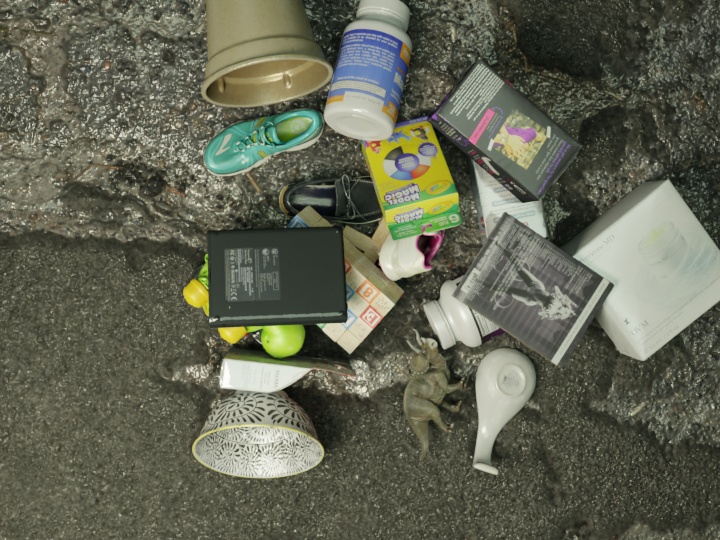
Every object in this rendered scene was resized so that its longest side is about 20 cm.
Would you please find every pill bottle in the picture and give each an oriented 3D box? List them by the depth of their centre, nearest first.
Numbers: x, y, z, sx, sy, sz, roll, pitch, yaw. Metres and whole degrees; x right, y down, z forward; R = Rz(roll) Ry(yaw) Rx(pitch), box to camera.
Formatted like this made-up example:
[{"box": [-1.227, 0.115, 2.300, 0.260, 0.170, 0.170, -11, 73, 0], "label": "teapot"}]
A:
[{"box": [0.017, -0.310, 1.589, 0.111, 0.112, 0.202, 14, 76, -4], "label": "pill bottle"}, {"box": [0.203, 0.045, 1.627, 0.198, 0.112, 0.113, -26, 94, -2], "label": "pill bottle"}]

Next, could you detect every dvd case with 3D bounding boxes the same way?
[{"box": [0.258, 0.029, 1.564, 0.199, 0.016, 0.150, 33, 91, -2], "label": "dvd case"}]

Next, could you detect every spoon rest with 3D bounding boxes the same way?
[{"box": [0.219, 0.222, 1.671, 0.098, 0.061, 0.202, 19, 78, -6], "label": "spoon rest"}]

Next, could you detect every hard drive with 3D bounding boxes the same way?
[{"box": [-0.120, 0.008, 1.506, 0.197, 0.033, 0.141, -2, 74, -5], "label": "hard drive"}]

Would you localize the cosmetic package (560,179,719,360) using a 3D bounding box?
[{"box": [0.444, -0.003, 1.637, 0.199, 0.123, 0.201, -38, 93, -1], "label": "cosmetic package"}]

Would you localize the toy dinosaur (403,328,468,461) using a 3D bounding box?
[{"box": [0.110, 0.196, 1.658, 0.101, 0.077, 0.202, 17, 105, 14], "label": "toy dinosaur"}]

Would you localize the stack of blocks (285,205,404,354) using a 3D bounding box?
[{"box": [-0.047, 0.014, 1.595, 0.200, 0.059, 0.115, 43, 115, 0], "label": "stack of blocks"}]

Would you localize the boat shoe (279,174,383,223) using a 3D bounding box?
[{"box": [-0.028, -0.111, 1.631, 0.197, 0.062, 0.076, -1, 91, -5], "label": "boat shoe"}]

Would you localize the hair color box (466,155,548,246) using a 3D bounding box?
[{"box": [0.226, -0.142, 1.647, 0.098, 0.061, 0.202, -11, 92, -3], "label": "hair color box"}]

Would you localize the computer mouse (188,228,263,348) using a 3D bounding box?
[{"box": [-0.157, 0.028, 1.639, 0.199, 0.046, 0.141, 36, 90, 4], "label": "computer mouse"}]

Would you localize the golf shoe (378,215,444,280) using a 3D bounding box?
[{"box": [0.101, -0.072, 1.601, 0.075, 0.091, 0.202, 41, 60, -38], "label": "golf shoe"}]

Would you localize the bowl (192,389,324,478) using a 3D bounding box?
[{"box": [-0.153, 0.236, 1.600, 0.198, 0.201, 0.095, 3, 57, -4], "label": "bowl"}]

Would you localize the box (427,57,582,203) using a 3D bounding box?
[{"box": [0.211, -0.204, 1.552, 0.200, 0.122, 0.106, 40, 90, -4], "label": "box"}]

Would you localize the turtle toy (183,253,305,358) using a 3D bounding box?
[{"box": [-0.162, 0.048, 1.561, 0.146, 0.101, 0.200, -43, 81, -15], "label": "turtle toy"}]

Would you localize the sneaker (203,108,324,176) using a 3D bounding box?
[{"box": [-0.151, -0.206, 1.609, 0.198, 0.080, 0.078, -23, 94, -2], "label": "sneaker"}]

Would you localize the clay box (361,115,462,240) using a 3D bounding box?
[{"box": [0.076, -0.141, 1.584, 0.114, 0.048, 0.201, -15, 50, -3], "label": "clay box"}]

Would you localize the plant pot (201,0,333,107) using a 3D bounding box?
[{"box": [-0.154, -0.365, 1.559, 0.198, 0.200, 0.186, -11, 83, -3], "label": "plant pot"}]

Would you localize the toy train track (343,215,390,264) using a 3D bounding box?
[{"box": [0.000, 0.000, 1.652, 0.114, 0.033, 0.201, 28, 98, -11], "label": "toy train track"}]

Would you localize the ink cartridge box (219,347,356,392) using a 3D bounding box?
[{"box": [-0.110, 0.158, 1.587, 0.197, 0.160, 0.048, 9, 91, -4], "label": "ink cartridge box"}]
